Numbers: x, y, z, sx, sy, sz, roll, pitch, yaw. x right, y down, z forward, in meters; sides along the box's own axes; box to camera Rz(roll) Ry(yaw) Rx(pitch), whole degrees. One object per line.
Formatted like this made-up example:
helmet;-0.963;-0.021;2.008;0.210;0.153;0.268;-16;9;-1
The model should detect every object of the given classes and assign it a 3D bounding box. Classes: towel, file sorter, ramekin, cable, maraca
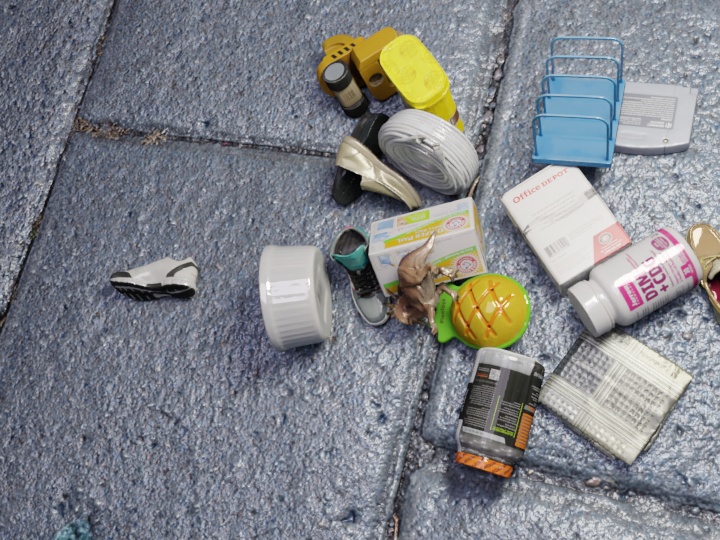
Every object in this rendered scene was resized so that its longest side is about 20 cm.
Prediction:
towel;0.430;0.204;1.419;0.200;0.035;0.193;35;84;26
file sorter;0.386;-0.301;1.474;0.138;0.123;0.201;7;60;21
ramekin;-0.116;0.048;1.556;0.097;0.201;0.201;-6;71;8
cable;0.125;-0.220;1.557;0.200;0.200;0.069;21;74;44
maraca;0.210;0.074;1.489;0.199;0.107;0.138;-2;75;34

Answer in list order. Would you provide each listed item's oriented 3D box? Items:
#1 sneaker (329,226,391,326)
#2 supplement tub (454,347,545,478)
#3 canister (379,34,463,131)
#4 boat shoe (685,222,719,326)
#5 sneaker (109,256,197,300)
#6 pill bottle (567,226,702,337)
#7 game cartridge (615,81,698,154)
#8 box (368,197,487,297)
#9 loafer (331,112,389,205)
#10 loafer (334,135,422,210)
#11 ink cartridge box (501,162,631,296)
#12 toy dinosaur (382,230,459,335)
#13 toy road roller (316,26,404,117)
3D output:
sneaker;0.000;0.000;1.569;0.083;0.121;0.201;-22;69;12
supplement tub;0.232;0.242;1.417;0.122;0.123;0.201;13;77;21
canister;0.122;-0.336;1.591;0.086;0.200;0.149;-36;66;5
boat shoe;0.605;0.003;1.400;0.074;0.066;0.201;-21;68;11
sneaker;-0.427;0.014;1.742;0.199;0.074;0.080;0;59;14
pill bottle;0.460;0.022;1.409;0.200;0.113;0.114;-31;66;2
game cartridge;0.509;-0.281;1.539;0.199;0.042;0.134;10;81;21
box;0.125;-0.043;1.530;0.199;0.102;0.113;-14;34;13
loafer;-0.006;-0.225;1.680;0.072;0.073;0.201;24;83;52
loafer;0.032;-0.177;1.615;0.200;0.076;0.068;39;95;-3
ink cartridge box;0.367;-0.079;1.494;0.146;0.083;0.200;-32;66;6
toy dinosaur;0.096;0.027;1.470;0.135;0.086;0.201;15;120;40
toy road roller;0.004;-0.429;1.706;0.199;0.123;0.146;-28;56;9
